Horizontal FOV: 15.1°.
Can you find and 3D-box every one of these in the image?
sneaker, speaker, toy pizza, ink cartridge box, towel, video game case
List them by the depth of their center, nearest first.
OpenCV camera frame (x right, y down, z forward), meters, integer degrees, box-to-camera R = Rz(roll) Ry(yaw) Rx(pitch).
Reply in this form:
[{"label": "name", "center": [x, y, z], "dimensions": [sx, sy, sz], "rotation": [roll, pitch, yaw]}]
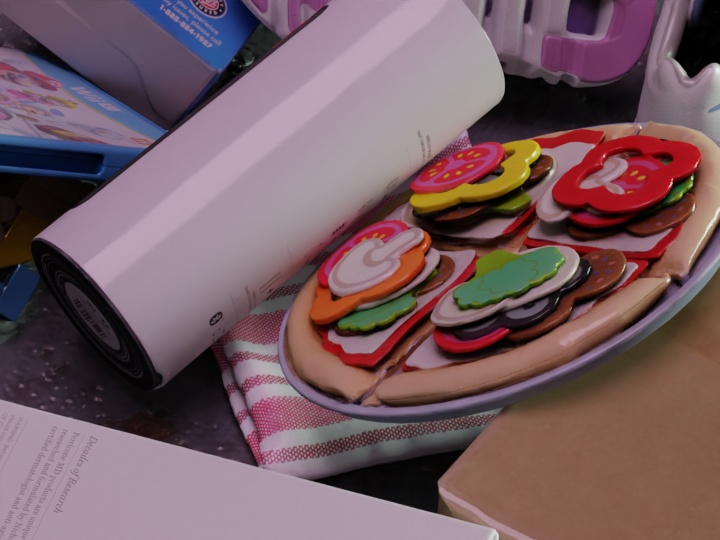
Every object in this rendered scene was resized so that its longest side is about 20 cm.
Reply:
[{"label": "toy pizza", "center": [0.056, -0.010, 1.073], "dimensions": [0.199, 0.032, 0.200], "rotation": [-20, 26, 10]}, {"label": "speaker", "center": [-0.035, -0.042, 1.121], "dimensions": [0.200, 0.081, 0.081], "rotation": [-40, 59, -17]}, {"label": "video game case", "center": [-0.183, -0.073, 1.139], "dimensions": [0.199, 0.018, 0.143], "rotation": [4, 19, -41]}, {"label": "towel", "center": [0.000, 0.000, 1.161], "dimensions": [0.145, 0.030, 0.201], "rotation": [-13, 50, -12]}, {"label": "sneaker", "center": [0.029, -0.129, 1.230], "dimensions": [0.199, 0.081, 0.088], "rotation": [9, 9, -17]}, {"label": "sneaker", "center": [0.169, -0.115, 1.232], "dimensions": [0.074, 0.087, 0.201], "rotation": [10, 47, 8]}, {"label": "ink cartridge box", "center": [-0.076, -0.172, 1.261], "dimensions": [0.116, 0.067, 0.200], "rotation": [38, 51, -6]}]

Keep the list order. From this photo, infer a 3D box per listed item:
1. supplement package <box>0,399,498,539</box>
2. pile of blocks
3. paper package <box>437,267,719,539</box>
[{"label": "supplement package", "center": [-0.062, 0.147, 0.965], "dimensions": [0.199, 0.122, 0.120], "rotation": [13, 48, 11]}, {"label": "pile of blocks", "center": [-0.199, 0.000, 1.147], "dimensions": [0.199, 0.083, 0.062], "rotation": [-9, 5, -21]}, {"label": "paper package", "center": [0.151, 0.106, 1.021], "dimensions": [0.199, 0.104, 0.191], "rotation": [29, 52, 23]}]
